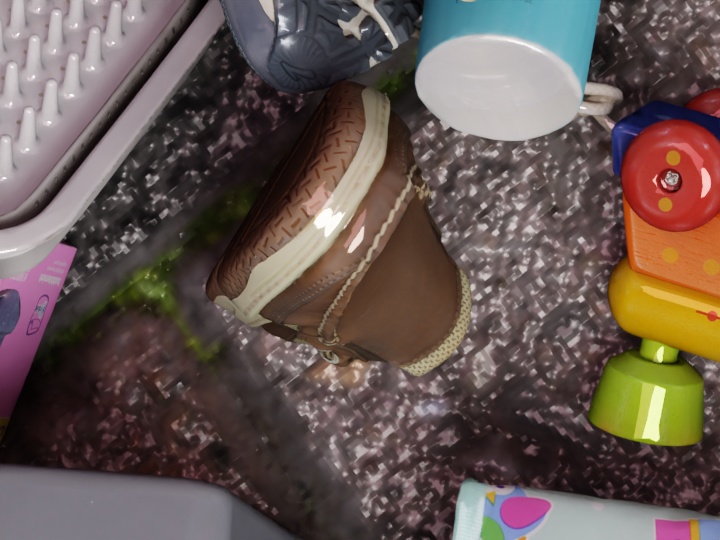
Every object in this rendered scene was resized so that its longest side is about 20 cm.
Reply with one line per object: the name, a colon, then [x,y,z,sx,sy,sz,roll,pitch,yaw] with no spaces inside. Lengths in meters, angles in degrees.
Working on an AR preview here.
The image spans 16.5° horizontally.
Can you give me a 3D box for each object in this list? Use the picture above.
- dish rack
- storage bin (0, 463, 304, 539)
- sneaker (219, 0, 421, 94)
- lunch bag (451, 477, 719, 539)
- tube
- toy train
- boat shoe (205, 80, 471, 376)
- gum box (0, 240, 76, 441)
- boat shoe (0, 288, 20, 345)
dish rack: [-0.155,-0.079,0.825,0.199,0.044,0.172,23,50,13]
storage bin: [-0.060,0.138,0.757,0.144,0.200,0.135,4,78,12]
sneaker: [-0.040,-0.113,0.793,0.086,0.078,0.201,-34,38,19]
lunch bag: [0.101,0.175,0.752,0.169,0.122,0.202,6,82,11]
tube: [0.056,-0.135,0.789,0.077,0.051,0.201,5,57,8]
toy train: [0.096,0.002,0.792,0.199,0.085,0.117,17,107,17]
boat shoe: [0.003,-0.005,0.747,0.075,0.202,0.075,32,86,-3]
gum box: [-0.213,0.006,0.853,0.199,0.066,0.114,22,90,12]
boat shoe: [-0.186,0.037,0.771,0.199,0.075,0.093,0,53,38]
